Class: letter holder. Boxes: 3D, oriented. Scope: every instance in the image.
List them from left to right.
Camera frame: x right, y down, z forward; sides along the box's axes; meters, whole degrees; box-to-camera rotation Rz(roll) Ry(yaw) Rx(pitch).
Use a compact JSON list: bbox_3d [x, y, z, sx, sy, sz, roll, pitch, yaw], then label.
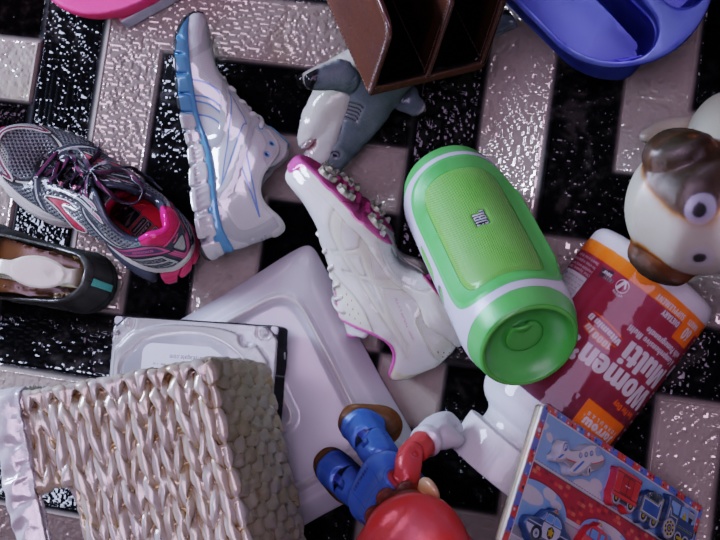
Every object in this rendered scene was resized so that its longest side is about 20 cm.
[{"bbox_3d":[0.027,-0.261,1.077,0.100,0.142,0.201,-15,65,-18],"label":"letter holder"}]

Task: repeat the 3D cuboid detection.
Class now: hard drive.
[{"bbox_3d":[-0.133,0.140,1.124,0.138,0.038,0.202,4,86,12],"label":"hard drive"}]

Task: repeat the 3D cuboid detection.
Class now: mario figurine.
[{"bbox_3d":[0.036,0.178,1.030,0.105,0.200,0.125,-9,113,-15],"label":"mario figurine"}]

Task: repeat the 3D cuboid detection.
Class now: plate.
[{"bbox_3d":[-0.081,0.111,1.152,0.199,0.032,0.201,-29,81,7],"label":"plate"}]

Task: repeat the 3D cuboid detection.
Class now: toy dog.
[{"bbox_3d":[0.265,-0.066,1.010,0.193,0.199,0.141,33,128,25],"label":"toy dog"}]

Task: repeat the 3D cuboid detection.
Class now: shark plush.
[{"bbox_3d":[0.032,-0.155,1.161,0.199,0.091,0.084,-32,100,-15],"label":"shark plush"}]

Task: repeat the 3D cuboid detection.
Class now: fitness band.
[{"bbox_3d":[-0.188,-0.294,1.209,0.199,0.037,0.144,-30,80,5],"label":"fitness band"}]

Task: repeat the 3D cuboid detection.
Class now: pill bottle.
[{"bbox_3d":[0.162,0.078,1.071,0.109,0.110,0.201,37,91,11],"label":"pill bottle"}]

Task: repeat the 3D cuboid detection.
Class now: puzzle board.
[{"bbox_3d":[0.170,0.203,1.015,0.017,0.199,0.152,-4,60,50],"label":"puzzle board"}]

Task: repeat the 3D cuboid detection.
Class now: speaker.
[{"bbox_3d":[0.092,-0.008,1.054,0.088,0.089,0.201,-29,40,6],"label":"speaker"}]

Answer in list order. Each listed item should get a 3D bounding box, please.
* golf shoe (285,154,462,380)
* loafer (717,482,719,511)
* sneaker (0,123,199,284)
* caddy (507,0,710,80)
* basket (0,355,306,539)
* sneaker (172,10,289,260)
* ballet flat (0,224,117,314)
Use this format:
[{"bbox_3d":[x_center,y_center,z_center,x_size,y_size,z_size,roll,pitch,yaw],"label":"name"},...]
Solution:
[{"bbox_3d":[0.000,0.000,1.120,0.091,0.075,0.200,-43,88,14],"label":"golf shoe"},{"bbox_3d":[0.328,0.098,1.067,0.070,0.073,0.202,18,93,1],"label":"loafer"},{"bbox_3d":[-0.217,-0.068,1.165,0.199,0.075,0.081,28,74,14],"label":"sneaker"},{"bbox_3d":[0.178,-0.241,1.101,0.141,0.105,0.200,-44,79,2],"label":"caddy"},{"bbox_3d":[-0.138,0.165,1.003,0.159,0.200,0.200,-14,83,7],"label":"basket"},{"bbox_3d":[-0.103,-0.114,1.166,0.086,0.075,0.202,-10,88,-1],"label":"sneaker"},{"bbox_3d":[-0.298,-0.008,1.184,0.198,0.068,0.069,6,84,11],"label":"ballet flat"}]
